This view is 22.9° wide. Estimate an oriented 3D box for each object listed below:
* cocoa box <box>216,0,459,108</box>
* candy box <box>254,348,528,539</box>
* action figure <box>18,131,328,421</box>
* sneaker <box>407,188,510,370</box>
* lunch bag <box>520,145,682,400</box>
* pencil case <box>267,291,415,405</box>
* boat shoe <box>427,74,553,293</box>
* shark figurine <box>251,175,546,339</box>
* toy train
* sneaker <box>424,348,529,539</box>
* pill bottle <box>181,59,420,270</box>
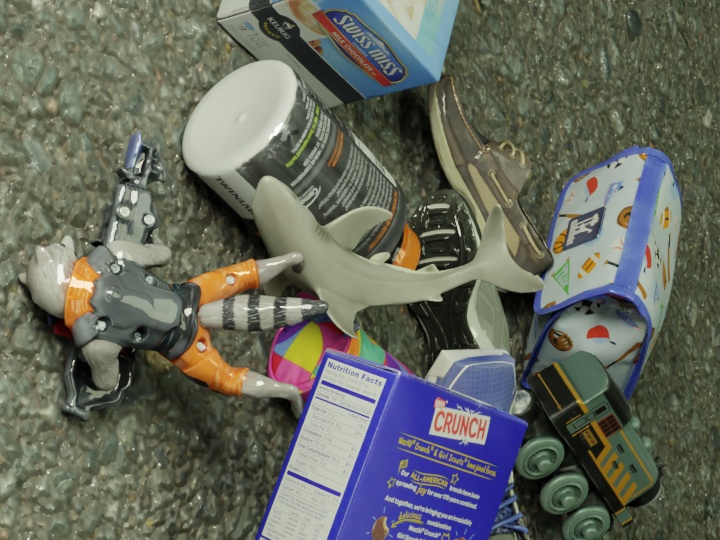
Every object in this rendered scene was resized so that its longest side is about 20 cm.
[{"bbox_3d":[-0.003,-0.250,1.398,0.133,0.131,0.200,42,51,-40],"label":"cocoa box"},{"bbox_3d":[0.015,0.170,1.210,0.169,0.077,0.200,25,84,-50],"label":"candy box"},{"bbox_3d":[-0.126,0.002,1.175,0.193,0.105,0.200,7,79,-18],"label":"action figure"},{"bbox_3d":[0.085,0.027,1.521,0.079,0.074,0.200,-36,118,-60],"label":"sneaker"},{"bbox_3d":[0.222,0.006,1.600,0.200,0.124,0.170,104,4,-58],"label":"lunch bag"},{"bbox_3d":[0.012,0.100,1.388,0.200,0.088,0.089,46,49,-40],"label":"pencil case"},{"bbox_3d":[0.114,-0.082,1.549,0.075,0.073,0.200,-87,156,-73],"label":"boat shoe"},{"bbox_3d":[0.012,0.013,1.281,0.214,0.128,0.090,11,41,-18],"label":"shark figurine"},{"bbox_3d":[0.198,0.161,1.581,0.200,0.114,0.085,54,6,-38],"label":"toy train"},{"bbox_3d":[0.093,0.164,1.344,0.080,0.115,0.200,-4,120,-28],"label":"sneaker"},{"bbox_3d":[-0.035,-0.058,1.336,0.200,0.106,0.106,45,49,-39],"label":"pill bottle"}]
